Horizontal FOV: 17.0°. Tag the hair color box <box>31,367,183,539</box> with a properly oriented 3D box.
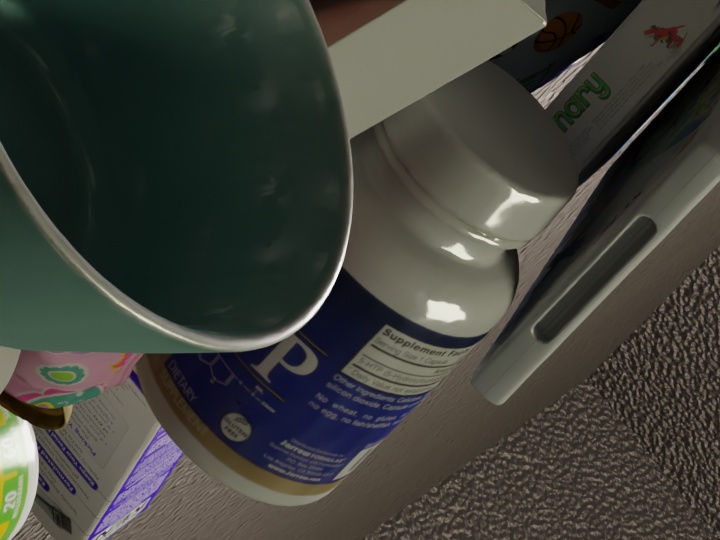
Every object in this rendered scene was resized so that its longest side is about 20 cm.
[{"bbox_3d":[-0.145,0.067,1.316,0.065,0.110,0.200,-34,169,-35],"label":"hair color box"}]

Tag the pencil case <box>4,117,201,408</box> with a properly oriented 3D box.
[{"bbox_3d":[-0.090,-0.010,0.979,0.087,0.088,0.200,-31,178,-39],"label":"pencil case"}]

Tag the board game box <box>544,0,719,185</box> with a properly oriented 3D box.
[{"bbox_3d":[0.145,-0.109,1.134,0.200,0.035,0.126,-49,174,37],"label":"board game box"}]

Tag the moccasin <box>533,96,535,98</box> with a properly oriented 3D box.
[{"bbox_3d":[0.016,-0.017,1.218,0.199,0.068,0.081,-35,151,0],"label":"moccasin"}]

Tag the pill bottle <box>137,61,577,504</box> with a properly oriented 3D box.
[{"bbox_3d":[0.000,0.000,1.077,0.200,0.120,0.119,-47,167,29],"label":"pill bottle"}]

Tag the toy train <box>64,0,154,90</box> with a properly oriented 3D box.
[{"bbox_3d":[-0.056,-0.143,0.888,0.200,0.057,0.042,-44,165,20],"label":"toy train"}]

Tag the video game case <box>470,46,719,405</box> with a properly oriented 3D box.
[{"bbox_3d":[0.138,-0.047,1.100,0.182,0.022,0.200,-50,-179,41],"label":"video game case"}]

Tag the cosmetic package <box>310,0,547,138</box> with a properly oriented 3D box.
[{"bbox_3d":[-0.014,-0.098,1.008,0.199,0.083,0.051,-29,132,31],"label":"cosmetic package"}]

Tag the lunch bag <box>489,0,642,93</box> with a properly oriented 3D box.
[{"bbox_3d":[0.082,-0.160,1.127,0.200,0.124,0.170,-40,174,-42],"label":"lunch bag"}]

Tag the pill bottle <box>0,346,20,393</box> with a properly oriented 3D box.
[{"bbox_3d":[-0.202,0.020,0.888,0.120,0.120,0.200,-41,170,11],"label":"pill bottle"}]

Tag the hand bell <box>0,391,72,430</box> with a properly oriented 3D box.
[{"bbox_3d":[-0.114,-0.032,1.144,0.200,0.104,0.104,-49,174,-24],"label":"hand bell"}]

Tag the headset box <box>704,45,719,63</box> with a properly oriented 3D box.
[{"bbox_3d":[0.206,-0.210,1.205,0.093,0.175,0.200,-30,168,-42],"label":"headset box"}]

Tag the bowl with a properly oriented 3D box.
[{"bbox_3d":[-0.102,-0.053,0.812,0.105,0.202,0.200,-23,180,33],"label":"bowl"}]

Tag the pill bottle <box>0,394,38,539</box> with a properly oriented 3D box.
[{"bbox_3d":[-0.248,0.106,1.115,0.111,0.111,0.200,-45,169,27],"label":"pill bottle"}]
